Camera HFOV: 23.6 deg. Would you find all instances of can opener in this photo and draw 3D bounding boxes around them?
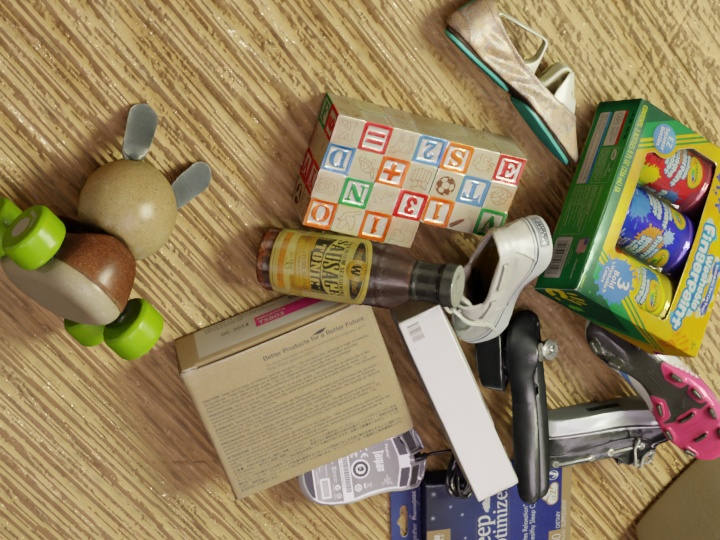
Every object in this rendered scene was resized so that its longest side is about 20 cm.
[{"bbox_3d":[0.172,0.139,1.780,0.078,0.063,0.202,-5,100,35],"label":"can opener"}]

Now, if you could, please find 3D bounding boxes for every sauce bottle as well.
[{"bbox_3d":[0.000,0.000,1.632,0.198,0.066,0.067,6,120,20],"label":"sauce bottle"}]

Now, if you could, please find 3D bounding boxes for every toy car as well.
[{"bbox_3d":[-0.229,-0.050,1.589,0.164,0.157,0.201,46,70,-32],"label":"toy car"}]

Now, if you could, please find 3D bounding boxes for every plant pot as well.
[{"bbox_3d":[0.416,0.322,1.888,0.176,0.201,0.200,-30,120,17],"label":"plant pot"}]

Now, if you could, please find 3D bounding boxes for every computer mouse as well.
[{"bbox_3d":[0.029,0.194,1.798,0.197,0.044,0.111,-8,99,-7],"label":"computer mouse"}]

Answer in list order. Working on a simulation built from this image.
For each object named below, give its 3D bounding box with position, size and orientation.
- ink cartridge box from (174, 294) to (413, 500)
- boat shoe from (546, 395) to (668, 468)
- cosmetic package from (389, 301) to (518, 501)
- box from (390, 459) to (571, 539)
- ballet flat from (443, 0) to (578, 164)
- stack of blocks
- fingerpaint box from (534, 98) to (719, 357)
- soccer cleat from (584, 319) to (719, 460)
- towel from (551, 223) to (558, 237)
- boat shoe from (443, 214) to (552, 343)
[{"bbox_3d":[-0.066,0.114,1.720,0.198,0.075,0.166,-21,118,-2],"label":"ink cartridge box"},{"bbox_3d":[0.281,0.176,1.830,0.197,0.074,0.069,-8,100,-10],"label":"boat shoe"},{"bbox_3d":[0.093,0.124,1.730,0.050,0.083,0.202,-25,103,-3],"label":"cosmetic package"},{"bbox_3d":[0.132,0.267,1.870,0.198,0.032,0.122,-7,118,-9],"label":"box"},{"bbox_3d":[0.162,-0.184,1.634,0.067,0.068,0.200,-44,119,3],"label":"ballet flat"},{"bbox_3d":[0.046,-0.087,1.656,0.198,0.059,0.116,11,113,-19],"label":"stack of blocks"},{"bbox_3d":[0.280,-0.040,1.675,0.166,0.073,0.202,28,77,-28],"label":"fingerpaint box"},{"bbox_3d":[0.312,0.104,1.775,0.070,0.086,0.200,-40,96,26],"label":"soccer cleat"},{"bbox_3d":[0.288,-0.032,1.741,0.199,0.024,0.146,32,80,-26],"label":"towel"},{"bbox_3d":[0.110,0.017,1.669,0.085,0.075,0.202,-10,159,-24],"label":"boat shoe"}]
